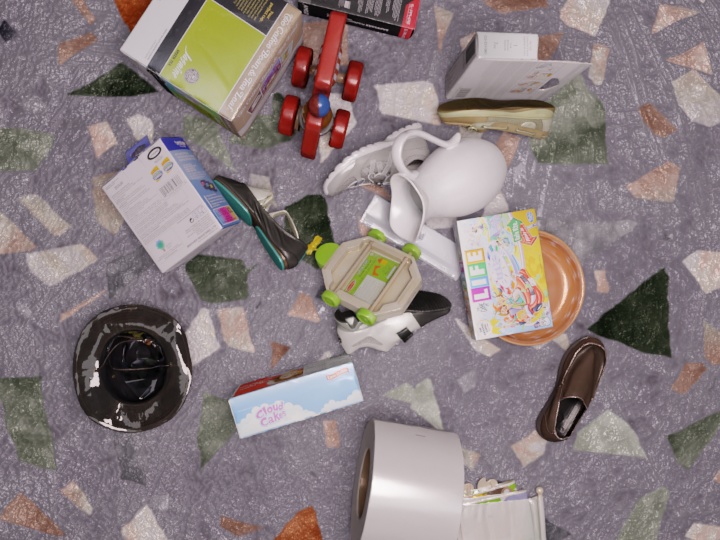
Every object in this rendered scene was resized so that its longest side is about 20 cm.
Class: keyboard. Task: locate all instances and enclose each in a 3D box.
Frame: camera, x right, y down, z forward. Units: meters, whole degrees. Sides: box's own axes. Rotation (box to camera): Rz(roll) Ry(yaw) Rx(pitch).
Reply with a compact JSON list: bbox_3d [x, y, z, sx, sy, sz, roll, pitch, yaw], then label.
[{"bbox_3d":[0.097,-0.057,1.025,0.200,0.011,0.056,31,83,-5],"label":"keyboard"}]

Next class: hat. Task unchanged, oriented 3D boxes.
[{"bbox_3d":[-0.362,0.156,0.956,0.200,0.081,0.201,1,83,-8],"label":"hat"}]

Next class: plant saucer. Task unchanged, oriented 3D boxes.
[{"bbox_3d":[0.287,0.029,1.026,0.200,0.037,0.201,0,90,-5],"label":"plant saucer"}]

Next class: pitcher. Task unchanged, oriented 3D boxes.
[{"bbox_3d":[0.135,-0.159,0.938,0.200,0.121,0.172,-28,126,-26],"label":"pitcher"}]

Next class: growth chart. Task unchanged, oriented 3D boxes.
[{"bbox_3d":[0.235,0.435,1.038,0.200,0.018,0.145,1,90,-5],"label":"growth chart"}]

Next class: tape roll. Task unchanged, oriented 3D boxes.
[{"bbox_3d":[0.069,0.345,0.931,0.139,0.203,0.203,11,90,-5],"label":"tape roll"}]

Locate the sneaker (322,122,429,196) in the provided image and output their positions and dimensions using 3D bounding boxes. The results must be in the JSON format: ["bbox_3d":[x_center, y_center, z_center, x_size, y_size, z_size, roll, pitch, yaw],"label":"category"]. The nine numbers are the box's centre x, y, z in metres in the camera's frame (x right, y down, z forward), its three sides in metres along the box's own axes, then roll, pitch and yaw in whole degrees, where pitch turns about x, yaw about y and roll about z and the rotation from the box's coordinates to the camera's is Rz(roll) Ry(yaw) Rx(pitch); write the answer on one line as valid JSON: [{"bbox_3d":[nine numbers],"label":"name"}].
[{"bbox_3d":[0.031,-0.170,0.983,0.200,0.075,0.082,-29,91,-4],"label":"sneaker"}]

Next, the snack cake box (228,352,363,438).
[{"bbox_3d":[-0.102,0.199,0.958,0.200,0.115,0.067,-16,92,-4],"label":"snack cake box"}]

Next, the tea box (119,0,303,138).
[{"bbox_3d":[-0.223,-0.354,0.931,0.197,0.134,0.200,33,89,-3],"label":"tea box"}]

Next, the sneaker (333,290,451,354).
[{"bbox_3d":[0.057,0.091,0.998,0.200,0.074,0.089,-11,118,-8],"label":"sneaker"}]

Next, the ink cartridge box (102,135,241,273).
[{"bbox_3d":[-0.308,-0.118,0.939,0.136,0.076,0.200,-33,95,16],"label":"ink cartridge box"}]

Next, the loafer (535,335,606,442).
[{"bbox_3d":[0.376,0.211,1.018,0.073,0.071,0.200,23,89,-5],"label":"loafer"}]

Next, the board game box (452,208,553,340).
[{"bbox_3d":[0.237,0.006,0.986,0.134,0.034,0.200,-10,91,-4],"label":"board game box"}]

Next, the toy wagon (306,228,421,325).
[{"bbox_3d":[0.000,0.000,0.975,0.200,0.040,0.155,25,63,23],"label":"toy wagon"}]

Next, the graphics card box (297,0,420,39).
[{"bbox_3d":[0.003,-0.477,0.989,0.200,0.051,0.126,11,90,-6],"label":"graphics card box"}]

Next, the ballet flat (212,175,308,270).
[{"bbox_3d":[-0.160,-0.088,0.974,0.068,0.068,0.200,-37,84,-21],"label":"ballet flat"}]

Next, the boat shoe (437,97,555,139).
[{"bbox_3d":[0.229,-0.254,1.005,0.200,0.073,0.063,-3,122,-10],"label":"boat shoe"}]

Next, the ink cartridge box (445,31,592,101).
[{"bbox_3d":[0.241,-0.317,0.935,0.173,0.200,0.044,0,90,-5],"label":"ink cartridge box"}]

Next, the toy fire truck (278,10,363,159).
[{"bbox_3d":[-0.062,-0.282,0.927,0.112,0.168,0.200,14,90,-4],"label":"toy fire truck"}]
